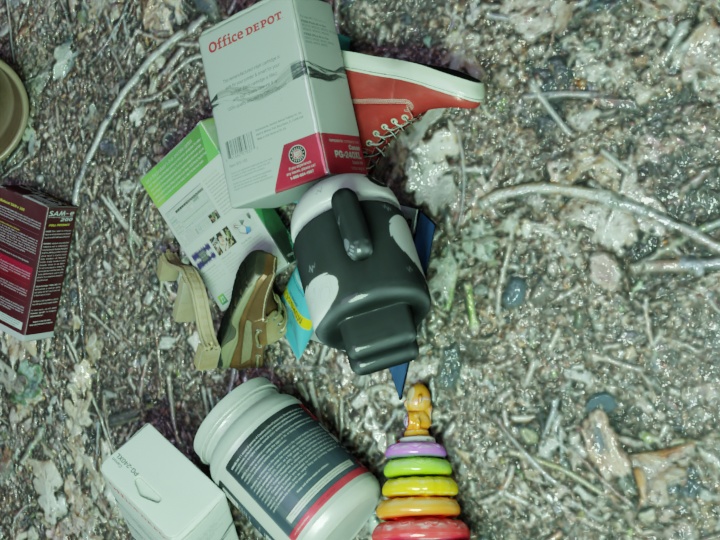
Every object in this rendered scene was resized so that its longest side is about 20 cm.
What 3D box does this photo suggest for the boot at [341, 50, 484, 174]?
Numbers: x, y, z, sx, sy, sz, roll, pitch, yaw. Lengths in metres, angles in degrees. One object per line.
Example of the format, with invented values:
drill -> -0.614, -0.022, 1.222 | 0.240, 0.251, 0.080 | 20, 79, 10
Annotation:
boot -> 0.044, -0.161, 1.080 | 0.198, 0.072, 0.146 | 16, 102, 37

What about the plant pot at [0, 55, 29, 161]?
plant pot -> -0.606, -0.260, 1.401 | 0.175, 0.199, 0.202 | 43, 113, 39

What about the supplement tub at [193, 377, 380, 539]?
supplement tub -> -0.087, 0.237, 1.136 | 0.200, 0.140, 0.141 | 42, 112, 21

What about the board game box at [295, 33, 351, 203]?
board game box -> -0.100, -0.192, 1.173 | 0.149, 0.047, 0.203 | 14, 100, 29

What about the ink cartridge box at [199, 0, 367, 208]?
ink cartridge box -> -0.088, -0.185, 1.077 | 0.144, 0.083, 0.203 | -14, 85, 35

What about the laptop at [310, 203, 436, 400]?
laptop -> 0.005, 0.018, 1.084 | 0.198, 0.115, 0.190 | 16, 100, 29

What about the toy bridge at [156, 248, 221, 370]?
toy bridge -> -0.216, 0.034, 1.212 | 0.201, 0.027, 0.068 | 56, 138, 44

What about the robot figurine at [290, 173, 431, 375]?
robot figurine -> 0.001, -0.001, 0.970 | 0.150, 0.124, 0.202 | -46, 50, 42

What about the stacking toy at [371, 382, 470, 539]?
stacking toy -> 0.065, 0.225, 1.076 | 0.108, 0.116, 0.203 | 1, 73, -6

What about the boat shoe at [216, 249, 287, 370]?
boat shoe -> -0.123, 0.052, 1.161 | 0.201, 0.073, 0.076 | 117, 162, -49

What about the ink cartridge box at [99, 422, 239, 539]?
ink cartridge box -> -0.228, 0.302, 1.195 | 0.145, 0.083, 0.201 | 35, 150, 24

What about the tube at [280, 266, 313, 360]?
tube -> -0.055, 0.010, 1.135 | 0.201, 0.050, 0.078 | -63, 39, 38

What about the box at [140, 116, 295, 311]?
box -> -0.174, -0.067, 1.192 | 0.144, 0.036, 0.201 | -32, 91, 39

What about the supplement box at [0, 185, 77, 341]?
supplement box -> -0.485, -0.012, 1.402 | 0.108, 0.061, 0.203 | 21, 104, 27
